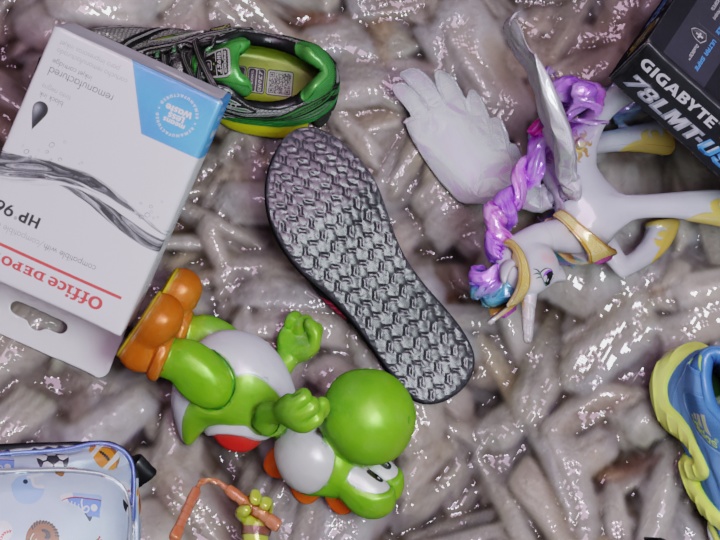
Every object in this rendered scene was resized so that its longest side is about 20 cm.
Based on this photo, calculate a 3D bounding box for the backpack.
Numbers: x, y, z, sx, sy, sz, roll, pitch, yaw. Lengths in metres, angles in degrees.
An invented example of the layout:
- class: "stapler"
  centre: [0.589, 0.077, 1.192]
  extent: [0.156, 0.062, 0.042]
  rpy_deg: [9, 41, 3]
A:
- class: "backpack"
  centre: [-0.212, 0.199, 1.582]
  extent: [0.199, 0.154, 0.192]
  rpy_deg: [-1, 87, -12]

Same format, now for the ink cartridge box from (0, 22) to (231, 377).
- class: "ink cartridge box"
  centre: [-0.173, -0.039, 1.644]
  extent: [0.115, 0.068, 0.201]
  rpy_deg: [23, 98, -2]

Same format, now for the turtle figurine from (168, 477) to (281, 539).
- class: "turtle figurine"
  centre: [-0.048, 0.233, 1.637]
  extent: [0.160, 0.064, 0.201]
  rpy_deg: [7, 67, -15]

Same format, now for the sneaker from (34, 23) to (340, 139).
- class: "sneaker"
  centre: [-0.109, -0.130, 1.703]
  extent: [0.198, 0.085, 0.079]
  rpy_deg: [-2, 77, -8]

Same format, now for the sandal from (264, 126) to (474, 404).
- class: "sandal"
  centre: [0.000, 0.000, 1.716]
  extent: [0.075, 0.045, 0.201]
  rpy_deg: [-35, 98, -9]

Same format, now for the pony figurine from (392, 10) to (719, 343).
- class: "pony figurine"
  centre: [0.132, -0.069, 1.706]
  extent: [0.199, 0.166, 0.194]
  rpy_deg: [-22, 88, -29]

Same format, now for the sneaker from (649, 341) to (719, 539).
- class: "sneaker"
  centre: [0.252, 0.133, 1.685]
  extent: [0.075, 0.105, 0.201]
  rpy_deg: [-31, 83, -14]

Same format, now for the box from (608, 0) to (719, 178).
- class: "box"
  centre: [0.278, -0.119, 1.721]
  extent: [0.198, 0.050, 0.200]
  rpy_deg: [41, 43, -3]

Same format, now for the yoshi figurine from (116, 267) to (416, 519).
- class: "yoshi figurine"
  centre: [-0.045, 0.070, 1.656]
  extent: [0.199, 0.112, 0.113]
  rpy_deg: [36, 68, -2]

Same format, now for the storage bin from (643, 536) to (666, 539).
- class: "storage bin"
  centre: [0.226, 0.278, 1.638]
  extent: [0.199, 0.146, 0.135]
  rpy_deg: [35, 84, 1]
